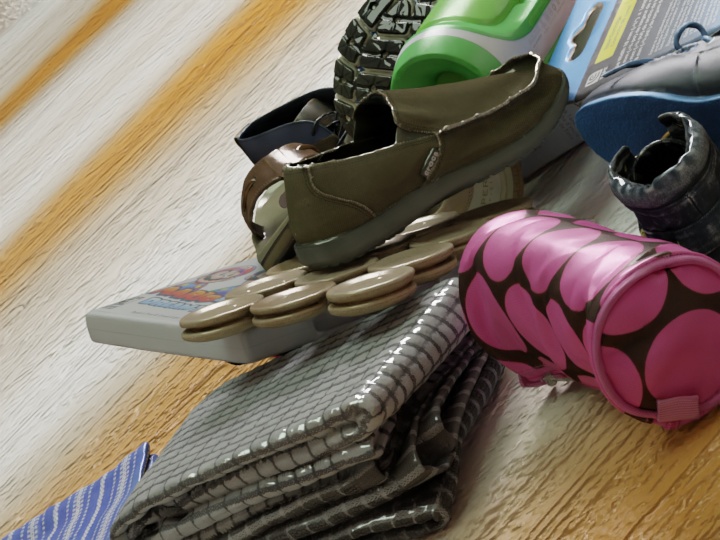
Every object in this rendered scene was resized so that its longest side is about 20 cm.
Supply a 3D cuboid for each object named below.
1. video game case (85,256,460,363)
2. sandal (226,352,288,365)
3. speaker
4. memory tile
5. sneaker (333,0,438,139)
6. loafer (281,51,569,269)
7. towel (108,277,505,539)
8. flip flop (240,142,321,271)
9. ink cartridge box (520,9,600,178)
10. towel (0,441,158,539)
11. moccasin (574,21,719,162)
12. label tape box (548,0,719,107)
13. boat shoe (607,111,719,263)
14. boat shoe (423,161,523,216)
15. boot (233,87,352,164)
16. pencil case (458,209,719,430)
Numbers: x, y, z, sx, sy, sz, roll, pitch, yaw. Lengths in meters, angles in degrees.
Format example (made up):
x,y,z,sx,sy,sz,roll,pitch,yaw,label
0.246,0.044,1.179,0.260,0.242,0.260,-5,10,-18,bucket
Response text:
x,y,z,sx,sy,sz,roll,pitch,yaw,label
-0.042,0.015,1.733,0.182,0.024,0.200,-19,12,-30,video game case
-0.031,0.029,1.839,0.075,0.045,0.200,-11,12,19,sandal
0.087,-0.154,1.806,0.088,0.089,0.200,-28,19,38,speaker
0.000,0.000,1.632,0.153,0.017,0.200,-11,11,32,memory tile
0.053,-0.167,1.918,0.078,0.089,0.200,24,86,38,sneaker
0.036,-0.076,1.651,0.200,0.070,0.075,-35,16,-26,loafer
-0.022,0.098,1.550,0.200,0.086,0.166,-26,13,29,towel
-0.043,-0.049,1.775,0.081,0.058,0.200,-38,11,2,flip flop
0.163,-0.146,1.843,0.200,0.057,0.163,-36,16,35,ink cartridge box
-0.220,0.196,1.864,0.200,0.024,0.145,-33,18,25,towel
0.208,-0.095,1.569,0.200,0.081,0.068,-4,46,43,moccasin
0.204,-0.147,1.693,0.200,0.063,0.144,-25,30,45,label tape box
0.166,-0.045,1.481,0.071,0.091,0.200,-40,16,3,boat shoe
0.021,-0.052,1.831,0.064,0.072,0.200,-8,-2,-34,boat shoe
-0.003,-0.082,1.962,0.200,0.097,0.075,-25,21,45,boot
0.118,0.025,1.424,0.090,0.094,0.200,2,6,-16,pencil case
